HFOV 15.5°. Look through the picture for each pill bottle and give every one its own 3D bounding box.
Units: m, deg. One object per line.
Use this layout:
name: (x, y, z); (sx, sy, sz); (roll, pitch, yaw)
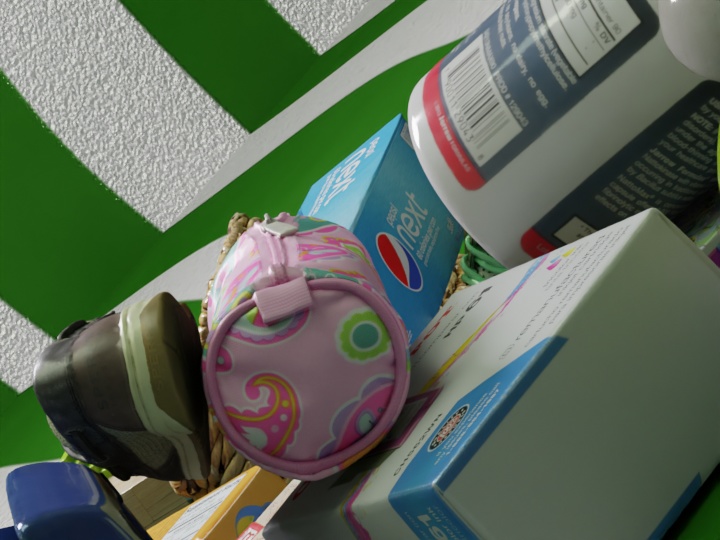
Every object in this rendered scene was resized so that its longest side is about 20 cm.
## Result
pill bottle: (0.127, -0.094, 1.122); (0.200, 0.120, 0.120); (-41, 10, 28)

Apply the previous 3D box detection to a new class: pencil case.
pencil case: (-0.025, 0.026, 1.095); (0.087, 0.087, 0.200); (-45, 8, 5)

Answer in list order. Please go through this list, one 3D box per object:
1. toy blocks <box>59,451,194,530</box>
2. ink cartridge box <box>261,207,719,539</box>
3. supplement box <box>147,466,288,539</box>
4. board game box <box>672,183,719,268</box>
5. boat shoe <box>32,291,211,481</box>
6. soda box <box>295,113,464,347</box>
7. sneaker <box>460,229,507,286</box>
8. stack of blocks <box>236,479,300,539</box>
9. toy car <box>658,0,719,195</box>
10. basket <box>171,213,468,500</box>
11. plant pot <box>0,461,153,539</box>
toy blocks: (-0.099, 0.115, 1.632); (0.136, 0.100, 0.200); (-32, 12, 16)
ink cartridge box: (0.059, 0.070, 1.044); (0.145, 0.085, 0.200); (-49, 8, -21)
supplement box: (-0.088, 0.166, 1.379); (0.069, 0.067, 0.200); (-48, 9, -32)
board game box: (0.147, -0.016, 1.181); (0.135, 0.034, 0.200); (-47, 8, -6)
boat shoe: (-0.097, 0.050, 1.089); (0.065, 0.072, 0.201); (-7, -9, -2)
soda box: (0.000, 0.000, 1.296); (0.068, 0.064, 0.200); (-37, 12, 23)
sneaker: (0.077, -0.010, 1.302); (0.200, 0.076, 0.089); (49, -118, -71)
stack of blocks: (0.010, 0.106, 1.204); (0.200, 0.059, 0.115); (-48, 9, -10)
toy car: (0.204, -0.077, 0.881); (0.149, 0.176, 0.200); (20, 60, 40)
basket: (-0.019, 0.066, 1.471); (0.200, 0.148, 0.144); (-86, 7, -77)
plant pot: (-0.125, 0.193, 1.039); (0.180, 0.200, 0.200); (-40, 7, -6)
